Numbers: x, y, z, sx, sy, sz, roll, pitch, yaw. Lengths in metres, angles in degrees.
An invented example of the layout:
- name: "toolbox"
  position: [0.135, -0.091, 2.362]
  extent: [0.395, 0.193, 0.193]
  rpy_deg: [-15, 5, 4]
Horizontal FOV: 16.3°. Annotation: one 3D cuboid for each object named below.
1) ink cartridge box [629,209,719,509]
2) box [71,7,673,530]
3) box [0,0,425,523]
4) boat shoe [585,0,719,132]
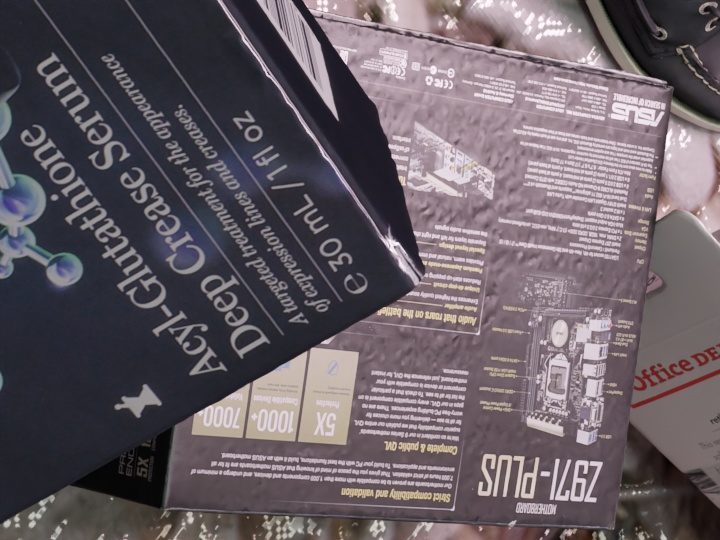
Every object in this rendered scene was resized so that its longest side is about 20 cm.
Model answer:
- name: "ink cartridge box"
  position: [0.169, 0.041, 0.960]
  extent: [0.200, 0.116, 0.068]
  rpy_deg: [44, 54, -12]
- name: "box"
  position: [0.000, 0.000, 0.860]
  extent: [0.200, 0.086, 0.164]
  rpy_deg: [6, 91, -39]
- name: "box"
  position: [-0.109, -0.026, 0.692]
  extent: [0.200, 0.107, 0.149]
  rpy_deg: [-30, 121, 10]
- name: "boat shoe"
  position: [0.127, -0.125, 0.965]
  extent: [0.075, 0.066, 0.199]
  rpy_deg: [-51, 123, -24]
